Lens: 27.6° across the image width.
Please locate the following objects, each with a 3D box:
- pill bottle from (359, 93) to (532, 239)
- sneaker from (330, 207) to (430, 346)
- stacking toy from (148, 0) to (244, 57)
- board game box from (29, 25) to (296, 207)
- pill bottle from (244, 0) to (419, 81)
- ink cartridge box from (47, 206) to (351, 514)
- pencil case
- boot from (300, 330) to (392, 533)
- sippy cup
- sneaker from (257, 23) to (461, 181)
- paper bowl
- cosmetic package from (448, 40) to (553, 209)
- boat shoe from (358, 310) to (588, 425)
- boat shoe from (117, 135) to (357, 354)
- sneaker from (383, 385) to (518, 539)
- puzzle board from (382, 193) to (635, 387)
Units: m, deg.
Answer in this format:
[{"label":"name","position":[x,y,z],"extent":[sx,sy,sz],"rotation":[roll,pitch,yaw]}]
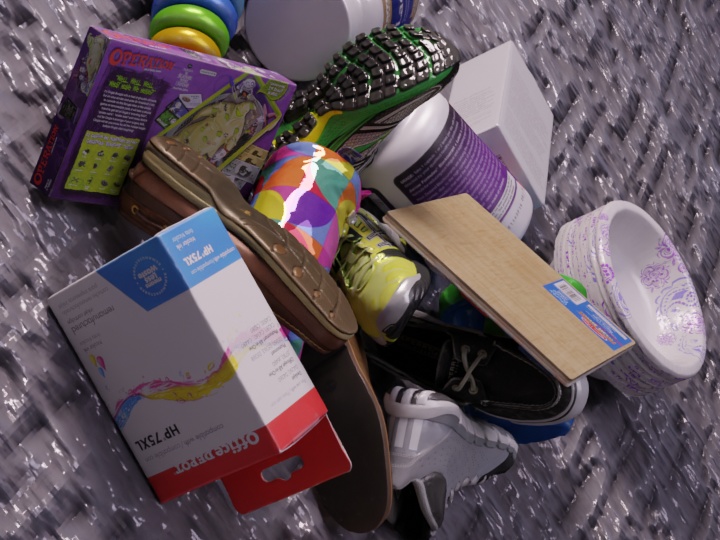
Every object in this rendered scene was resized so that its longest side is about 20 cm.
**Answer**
[{"label":"pill bottle","position":[0.057,-0.095,1.332],"extent":[0.200,0.111,0.112],"rotation":[45,36,-27]},{"label":"sneaker","position":[0.000,0.000,1.186],"extent":[0.076,0.076,0.200],"rotation":[31,8,-19]},{"label":"stacking toy","position":[-0.135,-0.179,1.161],"extent":[0.085,0.085,0.201],"rotation":[34,49,-37]},{"label":"board game box","position":[-0.138,-0.101,1.065],"extent":[0.032,0.120,0.200],"rotation":[38,18,32]},{"label":"pill bottle","position":[-0.024,-0.233,1.289],"extent":[0.116,0.116,0.200],"rotation":[58,25,-8]},{"label":"ink cartridge box","position":[-0.105,0.075,0.976],"extent":[0.200,0.116,0.067],"rotation":[61,34,-3]},{"label":"pencil case","position":[-0.057,-0.008,1.107],"extent":[0.088,0.088,0.200],"rotation":[44,49,-27]},{"label":"boot","position":[-0.007,0.107,1.144],"extent":[0.075,0.073,0.201],"rotation":[22,47,-59]},{"label":"sippy cup","position":[0.139,0.083,1.311],"extent":[0.177,0.139,0.131],"rotation":[19,61,-39]},{"label":"sneaker","position":[-0.004,-0.129,1.200],"extent":[0.085,0.200,0.078],"rotation":[41,26,-48]},{"label":"paper bowl","position":[0.270,0.036,1.547],"extent":[0.200,0.104,0.201],"rotation":[34,43,-39]},{"label":"cosmetic package","position":[0.140,-0.140,1.488],"extent":[0.102,0.071,0.200],"rotation":[57,25,-23]},{"label":"boat shoe","position":[0.086,0.081,1.195],"extent":[0.064,0.199,0.071],"rotation":[-1,104,-60]},{"label":"boat shoe","position":[-0.087,-0.008,1.018],"extent":[0.200,0.068,0.072],"rotation":[42,14,13]},{"label":"sneaker","position":[0.064,0.173,1.208],"extent":[0.200,0.075,0.116],"rotation":[34,65,-55]},{"label":"puzzle board","position":[0.123,0.013,1.200],"extent":[0.200,0.017,0.151],"rotation":[43,26,17]}]
